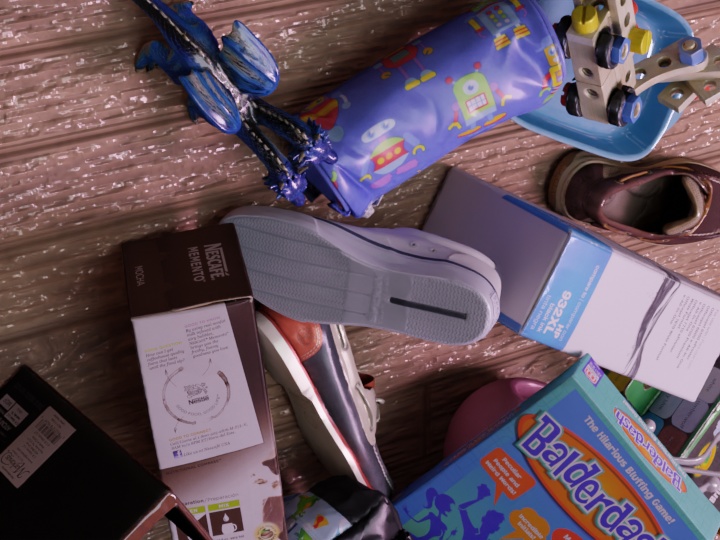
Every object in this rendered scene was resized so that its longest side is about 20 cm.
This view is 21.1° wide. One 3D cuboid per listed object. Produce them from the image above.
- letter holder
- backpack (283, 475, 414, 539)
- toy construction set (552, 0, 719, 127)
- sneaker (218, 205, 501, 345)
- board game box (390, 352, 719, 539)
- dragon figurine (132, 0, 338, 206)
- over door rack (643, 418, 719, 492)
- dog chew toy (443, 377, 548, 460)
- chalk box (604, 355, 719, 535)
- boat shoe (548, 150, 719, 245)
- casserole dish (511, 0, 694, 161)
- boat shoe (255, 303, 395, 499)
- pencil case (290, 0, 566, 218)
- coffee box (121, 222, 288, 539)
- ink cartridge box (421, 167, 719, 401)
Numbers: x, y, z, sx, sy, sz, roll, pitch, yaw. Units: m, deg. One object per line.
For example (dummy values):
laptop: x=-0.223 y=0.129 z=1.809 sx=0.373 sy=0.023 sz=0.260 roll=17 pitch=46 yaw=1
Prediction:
letter holder: x=-0.165 y=0.172 z=1.217 sx=0.101 sy=0.200 sz=0.142 roll=-45 pitch=129 yaw=-12
backpack: x=-0.063 y=0.254 z=1.376 sx=0.200 sy=0.153 sz=0.164 roll=-50 pitch=140 yaw=-28
toy construction set: x=0.191 y=-0.179 z=1.358 sx=0.132 sy=0.092 sz=0.200 roll=-59 pitch=136 yaw=-26
sneaker: x=0.000 y=0.000 z=1.309 sx=0.071 sy=0.199 sz=0.073 roll=-57 pitch=164 yaw=-64
board game box: x=0.132 y=0.176 z=1.374 sx=0.200 sy=0.152 sz=0.045 roll=-40 pitch=-179 yaw=29
dragon figurine: x=-0.090 y=-0.123 z=1.212 sx=0.059 sy=0.099 sz=0.200 roll=-47 pitch=129 yaw=-10
over door rack: x=0.287 y=0.188 z=1.456 sx=0.148 sy=0.199 sz=0.067 roll=100 pitch=9 yaw=-45
dog chew toy: x=0.107 y=0.185 z=1.478 sx=0.124 sy=0.124 sz=0.201 roll=7 pitch=113 yaw=-37
chalk box: x=0.269 y=0.116 z=1.560 sx=0.125 sy=0.124 sz=0.200 roll=-52 pitch=128 yaw=-5
boat shoe: x=0.239 y=-0.049 z=1.499 sx=0.199 sy=0.072 sz=0.073 roll=9 pitch=104 yaw=-38
casserole dish: x=0.166 y=-0.154 z=1.426 sx=0.199 sy=0.039 sz=0.122 roll=15 pitch=99 yaw=-40
boat shoe: x=-0.016 y=0.090 z=1.379 sx=0.062 sy=0.071 sz=0.201 roll=-39 pitch=123 yaw=-20
pencil case: x=0.045 y=-0.110 z=1.307 sx=0.199 sy=0.078 sz=0.087 roll=-32 pitch=109 yaw=-6
coffee box: x=-0.101 y=0.086 z=1.272 sx=0.079 sy=0.113 sz=0.201 roll=-10 pitch=118 yaw=-5
ink cartridge box: x=0.157 y=0.012 z=1.419 sx=0.199 sy=0.145 sz=0.084 roll=22 pitch=96 yaw=-40
